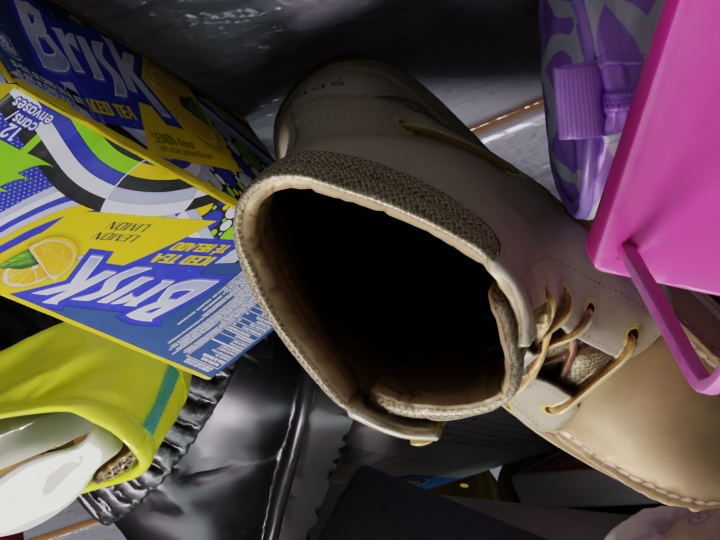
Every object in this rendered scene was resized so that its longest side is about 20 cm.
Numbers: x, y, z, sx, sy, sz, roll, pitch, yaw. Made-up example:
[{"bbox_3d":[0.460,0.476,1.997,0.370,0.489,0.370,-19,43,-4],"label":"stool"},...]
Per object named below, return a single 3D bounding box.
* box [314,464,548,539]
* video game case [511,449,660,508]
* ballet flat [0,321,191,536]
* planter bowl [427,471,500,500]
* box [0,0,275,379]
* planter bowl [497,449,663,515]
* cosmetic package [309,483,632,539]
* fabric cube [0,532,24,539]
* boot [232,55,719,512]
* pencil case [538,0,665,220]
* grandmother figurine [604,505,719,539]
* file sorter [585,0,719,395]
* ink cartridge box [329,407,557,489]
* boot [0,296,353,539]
[{"bbox_3d":[0.052,0.211,0.959,0.200,0.123,0.198,22,129,7],"label":"box"},{"bbox_3d":[0.175,0.048,1.030,0.200,0.017,0.143,-25,-176,-24],"label":"video game case"},{"bbox_3d":[-0.145,0.072,0.858,0.200,0.067,0.067,-24,130,24],"label":"ballet flat"},{"bbox_3d":[0.008,0.128,1.157,0.200,0.200,0.083,-4,129,-12],"label":"planter bowl"},{"bbox_3d":[-0.085,-0.030,0.747,0.064,0.070,0.200,-40,153,11],"label":"box"},{"bbox_3d":[0.167,0.103,1.097,0.200,0.083,0.200,-18,-165,5],"label":"planter bowl"},{"bbox_3d":[0.070,0.141,1.016,0.200,0.051,0.083,4,128,20],"label":"cosmetic package"},{"bbox_3d":[-0.248,0.164,1.079,0.200,0.199,0.196,-8,161,1],"label":"fabric cube"},{"bbox_3d":[0.050,0.022,0.744,0.073,0.200,0.155,-47,-173,14],"label":"boot"},{"bbox_3d":[0.151,-0.062,0.748,0.200,0.084,0.086,-8,-164,-3],"label":"pencil case"},{"bbox_3d":[0.163,0.090,0.724,0.200,0.061,0.121,-4,170,32],"label":"grandmother figurine"},{"bbox_3d":[0.183,-0.024,0.654,0.200,0.139,0.125,12,-159,-11],"label":"file sorter"},{"bbox_3d":[0.051,0.034,1.023,0.200,0.067,0.116,-21,159,34],"label":"ink cartridge box"},{"bbox_3d":[-0.100,0.080,0.959,0.158,0.079,0.211,9,124,-14],"label":"boot"}]
